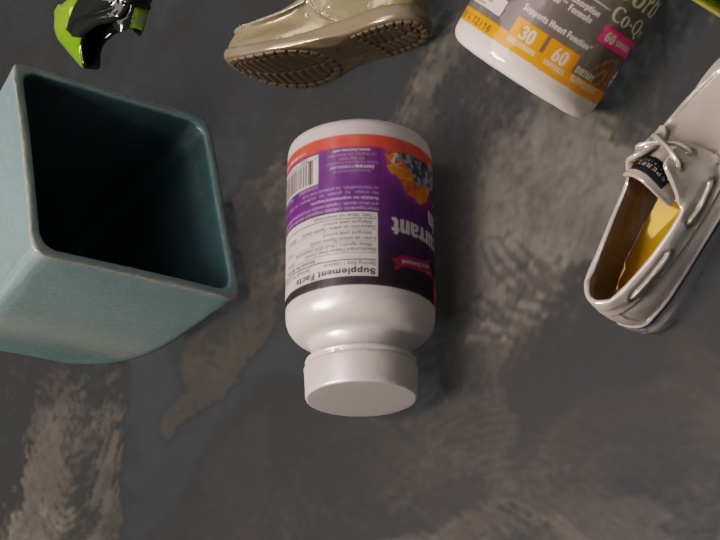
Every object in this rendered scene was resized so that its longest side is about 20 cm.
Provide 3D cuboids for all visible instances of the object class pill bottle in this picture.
[{"bbox_3d":[0.000,0.000,1.267,0.111,0.111,0.201,-20,61,39],"label":"pill bottle"},{"bbox_3d":[0.162,-0.218,1.190,0.201,0.116,0.116,-58,43,11],"label":"pill bottle"}]

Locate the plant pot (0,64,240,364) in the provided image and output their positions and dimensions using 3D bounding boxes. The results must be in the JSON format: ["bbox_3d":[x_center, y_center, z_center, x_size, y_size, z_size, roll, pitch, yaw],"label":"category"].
[{"bbox_3d":[-0.249,-0.021,1.482,0.200,0.196,0.197,-43,47,38],"label":"plant pot"}]

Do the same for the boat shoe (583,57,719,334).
[{"bbox_3d":[0.205,-0.058,1.113,0.071,0.070,0.201,35,100,47],"label":"boat shoe"}]

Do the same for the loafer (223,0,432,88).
[{"bbox_3d":[-0.025,-0.202,1.409,0.199,0.076,0.069,-9,66,33],"label":"loafer"}]

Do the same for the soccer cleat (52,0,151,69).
[{"bbox_3d":[-0.218,-0.277,1.647,0.200,0.067,0.081,-45,65,24],"label":"soccer cleat"}]

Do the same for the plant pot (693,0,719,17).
[{"bbox_3d":[0.266,-0.243,1.043,0.181,0.198,0.201,26,93,54],"label":"plant pot"}]
